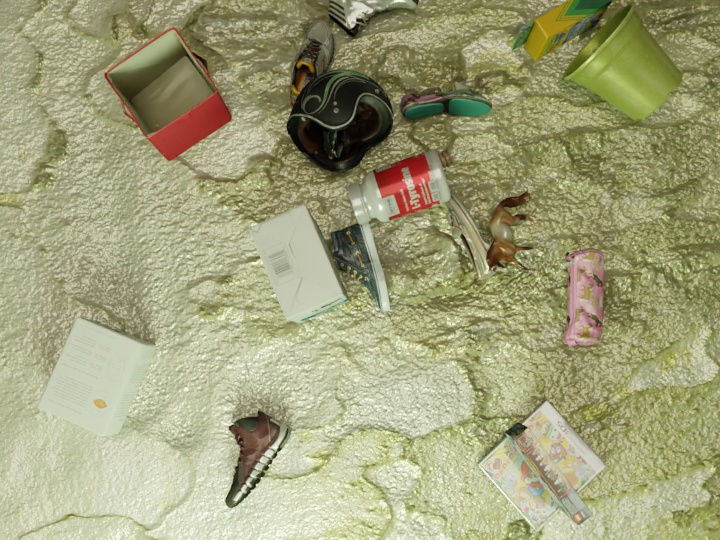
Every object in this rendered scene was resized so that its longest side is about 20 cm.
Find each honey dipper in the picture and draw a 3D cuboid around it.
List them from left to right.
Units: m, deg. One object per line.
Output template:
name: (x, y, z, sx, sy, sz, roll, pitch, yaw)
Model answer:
honey dipper: (0.107, -0.202, 1.708, 0.200, 0.038, 0.038, -27, 83, 1)

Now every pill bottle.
pill bottle: (0.078, -0.168, 1.641, 0.199, 0.112, 0.113, -19, 83, 4)

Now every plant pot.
plant pot: (0.563, -0.422, 1.662, 0.184, 0.200, 0.201, 41, 85, -6)

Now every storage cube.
storage cube: (-0.397, -0.366, 1.666, 0.200, 0.180, 0.171, -35, 83, -4)

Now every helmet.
helmet: (-0.037, -0.324, 1.650, 0.200, 0.200, 0.191, 37, 64, 6)

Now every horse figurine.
horse figurine: (0.317, -0.075, 1.651, 0.132, 0.050, 0.201, 9, 66, -15)

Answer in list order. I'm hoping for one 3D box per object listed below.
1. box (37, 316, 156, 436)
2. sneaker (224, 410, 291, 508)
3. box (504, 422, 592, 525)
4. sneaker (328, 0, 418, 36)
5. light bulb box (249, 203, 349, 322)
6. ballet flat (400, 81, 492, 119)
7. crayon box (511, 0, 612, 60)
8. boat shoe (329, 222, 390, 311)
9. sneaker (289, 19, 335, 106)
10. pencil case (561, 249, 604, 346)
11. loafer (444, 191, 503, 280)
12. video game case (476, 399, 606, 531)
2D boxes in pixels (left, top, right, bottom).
box: (-0.540, 0.218, 1.629, 0.152, 0.106, 0.201, 22, 83, 4)
sneaker: (-0.241, 0.379, 1.626, 0.115, 0.076, 0.200, 34, 74, 10)
box: (0.365, 0.394, 1.550, 0.040, 0.137, 0.200, -36, 84, -1)
sneaker: (0.025, -0.569, 1.747, 0.200, 0.076, 0.116, 11, 92, 11)
light bulb box: (-0.118, -0.008, 1.603, 0.124, 0.200, 0.199, -23, 83, 0)
ballet flat: (0.185, -0.373, 1.718, 0.199, 0.069, 0.071, -5, 63, 1)
crayon box: (0.431, -0.526, 1.697, 0.200, 0.126, 0.052, -30, 83, -2)
boat shoe: (0.000, 0.000, 1.669, 0.091, 0.071, 0.201, -16, 76, 0)
sneaker: (-0.104, -0.453, 1.720, 0.078, 0.082, 0.201, 12, 82, 3)
pencil case: (0.463, 0.059, 1.642, 0.086, 0.083, 0.201, 2, 83, 1)
loafer: (0.226, -0.072, 1.673, 0.063, 0.072, 0.200, -34, 86, 4)
video game case: (0.374, 0.401, 1.628, 0.200, 0.023, 0.182, -42, 83, -4)
